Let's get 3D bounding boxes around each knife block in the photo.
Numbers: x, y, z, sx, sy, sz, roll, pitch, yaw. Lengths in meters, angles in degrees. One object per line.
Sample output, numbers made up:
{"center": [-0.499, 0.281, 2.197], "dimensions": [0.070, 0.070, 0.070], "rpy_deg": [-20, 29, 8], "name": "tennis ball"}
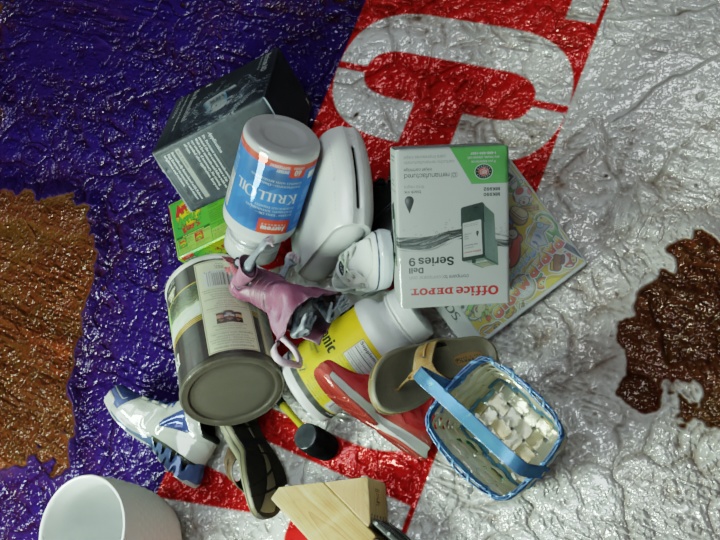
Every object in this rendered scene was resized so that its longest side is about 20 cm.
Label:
{"center": [-0.017, 0.367, 1.322], "dimensions": [0.198, 0.064, 0.178], "rpy_deg": [-11, 67, 22], "name": "knife block"}

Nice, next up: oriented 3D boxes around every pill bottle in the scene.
{"center": [-0.133, -0.109, 1.425], "dimensions": [0.112, 0.111, 0.201], "rpy_deg": [45, 133, 31], "name": "pill bottle"}
{"center": [-0.002, 0.109, 1.382], "dimensions": [0.199, 0.111, 0.112], "rpy_deg": [-35, 60, 10], "name": "pill bottle"}

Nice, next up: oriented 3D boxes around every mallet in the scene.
{"center": [-0.110, 0.194, 1.430], "dimensions": [0.041, 0.066, 0.200], "rpy_deg": [-49, 58, 1], "name": "mallet"}

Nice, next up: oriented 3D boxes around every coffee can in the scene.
{"center": [-0.196, 0.097, 1.434], "dimensions": [0.146, 0.146, 0.201], "rpy_deg": [-31, 46, 13], "name": "coffee can"}

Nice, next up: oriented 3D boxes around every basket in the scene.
{"center": [0.161, 0.192, 1.218], "dimensions": [0.139, 0.200, 0.176], "rpy_deg": [-48, 58, 2], "name": "basket"}

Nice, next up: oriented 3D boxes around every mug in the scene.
{"center": [-0.341, 0.398, 1.403], "dimensions": [0.146, 0.175, 0.202], "rpy_deg": [3, 73, 27], "name": "mug"}

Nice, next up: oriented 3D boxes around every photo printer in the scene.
{"center": [-0.042, -0.097, 1.437], "dimensions": [0.200, 0.069, 0.168], "rpy_deg": [135, 134, -58], "name": "photo printer"}

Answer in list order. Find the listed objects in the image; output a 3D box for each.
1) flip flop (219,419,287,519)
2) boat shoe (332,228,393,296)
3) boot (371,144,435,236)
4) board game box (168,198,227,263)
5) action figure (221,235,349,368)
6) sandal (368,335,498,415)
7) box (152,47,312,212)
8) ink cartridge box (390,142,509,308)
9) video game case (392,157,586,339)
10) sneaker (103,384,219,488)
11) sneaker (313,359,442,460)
{"center": [-0.166, 0.269, 1.428], "dimensions": [0.058, 0.081, 0.201], "rpy_deg": [-47, 54, 22], "name": "flip flop"}
{"center": [0.000, 0.000, 1.371], "dimensions": [0.066, 0.200, 0.074], "rpy_deg": [-4, 71, -10], "name": "boat shoe"}
{"center": [0.083, -0.071, 1.429], "dimensions": [0.162, 0.073, 0.199], "rpy_deg": [-36, 55, 8], "name": "boot"}
{"center": [-0.202, -0.092, 1.589], "dimensions": [0.198, 0.048, 0.103], "rpy_deg": [-24, 63, 16], "name": "board game box"}
{"center": [-0.118, 0.037, 1.373], "dimensions": [0.199, 0.134, 0.150], "rpy_deg": [22, 86, 32], "name": "action figure"}
{"center": [0.098, 0.124, 1.287], "dimensions": [0.198, 0.054, 0.081], "rpy_deg": [-13, 76, -25], "name": "sandal"}
{"center": [-0.191, -0.218, 1.541], "dimensions": [0.198, 0.118, 0.197], "rpy_deg": [-23, 29, 16], "name": "box"}
{"center": [0.114, -0.058, 1.279], "dimensions": [0.144, 0.084, 0.203], "rpy_deg": [-3, 99, -3], "name": "ink cartridge box"}
{"center": [0.169, -0.021, 1.341], "dimensions": [0.199, 0.023, 0.183], "rpy_deg": [-38, 95, 8], "name": "video game case"}
{"center": [-0.278, 0.220, 1.502], "dimensions": [0.199, 0.081, 0.116], "rpy_deg": [36, 85, 24], "name": "sneaker"}
{"center": [0.037, 0.151, 1.325], "dimensions": [0.116, 0.200, 0.078], "rpy_deg": [-56, 25, -15], "name": "sneaker"}
